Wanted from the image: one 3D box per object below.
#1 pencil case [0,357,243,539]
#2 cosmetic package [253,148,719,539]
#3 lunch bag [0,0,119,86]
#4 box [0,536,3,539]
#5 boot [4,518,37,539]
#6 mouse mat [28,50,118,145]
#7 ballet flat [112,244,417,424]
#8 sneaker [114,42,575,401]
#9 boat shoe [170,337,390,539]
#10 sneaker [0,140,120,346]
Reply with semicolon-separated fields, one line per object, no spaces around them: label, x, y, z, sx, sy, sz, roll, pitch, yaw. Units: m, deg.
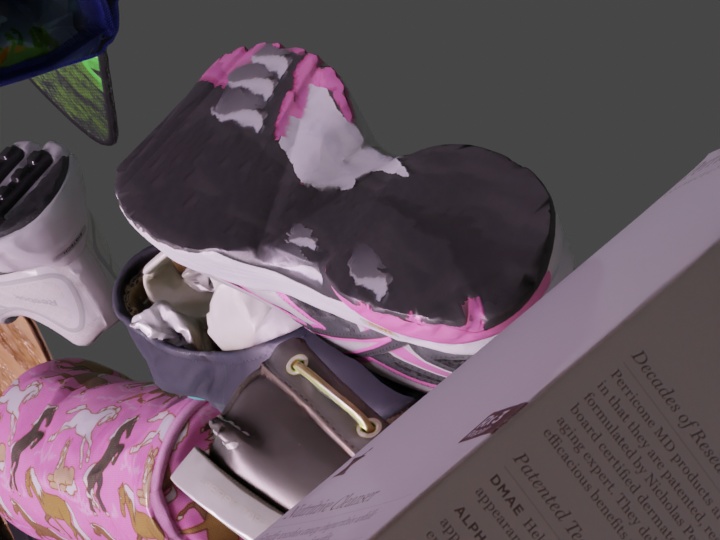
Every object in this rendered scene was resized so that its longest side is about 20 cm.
pencil case;-0.083;0.078;1.130;0.083;0.087;0.200;35;165;-23
cosmetic package;0.060;0.048;0.640;0.081;0.200;0.113;52;156;-6
lunch bag;-0.188;-0.138;0.919;0.170;0.128;0.200;33;-177;29
box;-0.293;0.178;1.629;0.124;0.148;0.200;28;149;48
boot;-0.156;0.155;1.427;0.164;0.066;0.200;22;149;36
mouse mat;-0.161;-0.146;1.037;0.200;0.008;0.161;40;156;23
ballet flat;-0.035;0.016;0.963;0.073;0.073;0.200;58;160;-17
sneaker;0.000;0.000;0.858;0.200;0.080;0.086;34;164;50
boat shoe;0.038;0.091;0.811;0.201;0.060;0.072;32;173;20
sneaker;-0.167;-0.017;1.176;0.200;0.075;0.081;22;154;52
